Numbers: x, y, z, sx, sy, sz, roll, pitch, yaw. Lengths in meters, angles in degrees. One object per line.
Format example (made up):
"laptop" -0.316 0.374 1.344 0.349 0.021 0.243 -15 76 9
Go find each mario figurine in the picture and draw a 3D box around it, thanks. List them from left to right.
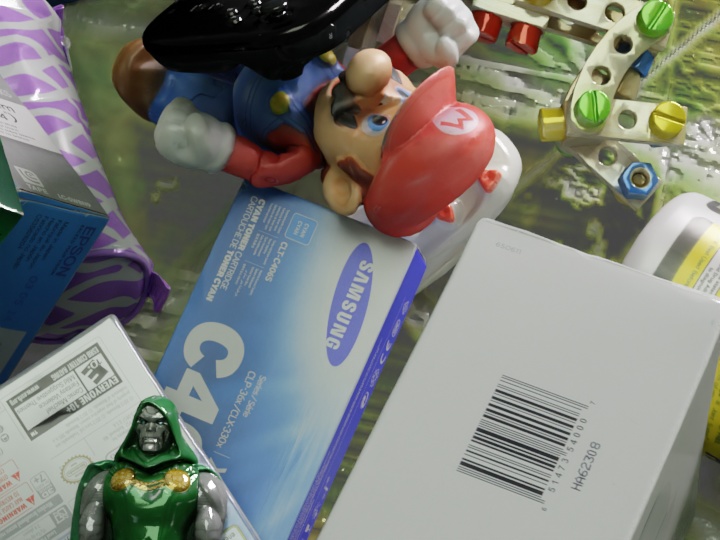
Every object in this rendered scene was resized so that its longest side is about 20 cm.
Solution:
"mario figurine" -0.023 -0.092 1.169 0.200 0.106 0.124 22 92 32

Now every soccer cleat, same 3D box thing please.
"soccer cleat" 0.000 0.000 1.252 0.200 0.078 0.069 -36 75 2

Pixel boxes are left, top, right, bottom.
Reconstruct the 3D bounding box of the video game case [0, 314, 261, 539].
"video game case" -0.145 0.150 1.117 0.200 0.045 0.181 -33 80 -6

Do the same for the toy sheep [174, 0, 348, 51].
"toy sheep" -0.045 -0.173 1.321 0.138 0.138 0.200 31 58 19

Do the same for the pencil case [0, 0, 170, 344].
"pencil case" -0.170 -0.057 1.282 0.085 0.084 0.200 -3 56 -29

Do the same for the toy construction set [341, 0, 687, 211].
"toy construction set" 0.081 -0.123 1.281 0.200 0.092 0.131 20 80 -15

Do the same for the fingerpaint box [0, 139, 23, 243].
"fingerpaint box" -0.251 -0.021 1.134 0.073 0.200 0.167 22 30 -38

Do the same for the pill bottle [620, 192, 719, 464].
"pill bottle" 0.217 0.054 1.183 0.200 0.113 0.112 29 63 18

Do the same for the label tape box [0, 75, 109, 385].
"label tape box" -0.224 -0.034 1.223 0.144 0.063 0.200 -55 50 18

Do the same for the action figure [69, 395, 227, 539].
"action figure" -0.094 0.153 1.070 0.118 0.055 0.200 0 75 3

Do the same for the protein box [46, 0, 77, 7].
"protein box" -0.221 -0.245 1.326 0.198 0.200 0.135 -15 58 -9

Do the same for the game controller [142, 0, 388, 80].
"game controller" -0.018 -0.147 1.170 0.104 0.042 0.200 9 35 29

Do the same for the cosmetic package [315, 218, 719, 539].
"cosmetic package" 0.067 0.123 1.089 0.123 0.200 0.200 19 60 15

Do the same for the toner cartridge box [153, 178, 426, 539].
"toner cartridge box" -0.051 0.065 1.182 0.095 0.043 0.200 21 81 13
